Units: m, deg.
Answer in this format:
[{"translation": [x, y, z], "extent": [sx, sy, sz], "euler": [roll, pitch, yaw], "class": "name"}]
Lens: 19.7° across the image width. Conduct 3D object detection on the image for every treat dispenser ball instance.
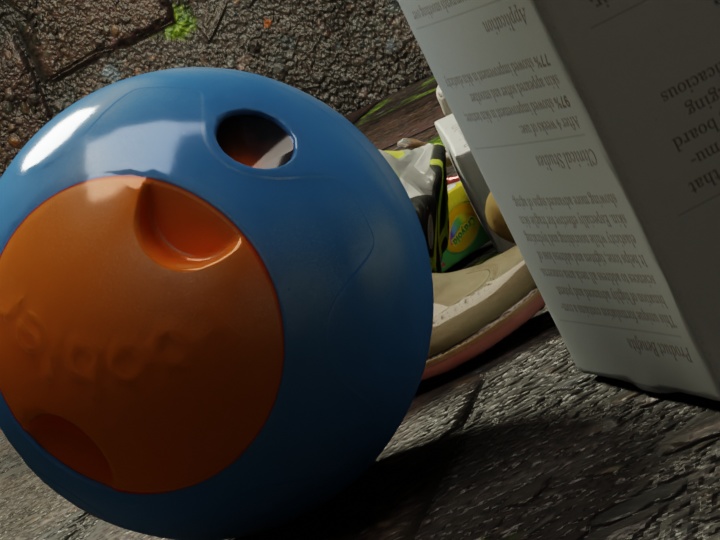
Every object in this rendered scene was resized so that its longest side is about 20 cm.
[{"translation": [-0.068, 0.014, 0.886], "extent": [0.200, 0.201, 0.201], "euler": [-26, 8, 4], "class": "treat dispenser ball"}]

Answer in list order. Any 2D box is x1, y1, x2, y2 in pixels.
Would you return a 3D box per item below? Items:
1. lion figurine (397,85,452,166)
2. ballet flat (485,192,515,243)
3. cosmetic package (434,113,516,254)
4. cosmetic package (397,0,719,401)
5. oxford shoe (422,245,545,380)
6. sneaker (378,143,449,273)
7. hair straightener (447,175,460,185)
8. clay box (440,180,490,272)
[{"translation": [0.136, -0.134, 1.675], "extent": [0.122, 0.073, 0.200], "euler": [14, -32, -44], "class": "lion figurine"}, {"translation": [0.150, -0.047, 1.114], "extent": [0.200, 0.069, 0.063], "euler": [-25, 36, 30], "class": "ballet flat"}, {"translation": [0.154, -0.091, 1.272], "extent": [0.199, 0.081, 0.113], "euler": [-25, 15, 0], "class": "cosmetic package"}, {"translation": [0.138, -0.077, 0.815], "extent": [0.166, 0.201, 0.167], "euler": [-28, 8, -12], "class": "cosmetic package"}, {"translation": [0.012, 0.021, 1.043], "extent": [0.199, 0.075, 0.070], "euler": [-25, 5, 0], "class": "oxford shoe"}, {"translation": [0.009, -0.017, 1.206], "extent": [0.076, 0.076, 0.200], "euler": [-2, 18, 7], "class": "sneaker"}, {"translation": [0.150, -0.082, 1.404], "extent": [0.200, 0.041, 0.077], "euler": [-20, 10, 38], "class": "hair straightener"}, {"translation": [0.000, 0.000, 1.332], "extent": [0.115, 0.048, 0.200], "euler": [-18, 10, 46], "class": "clay box"}]
